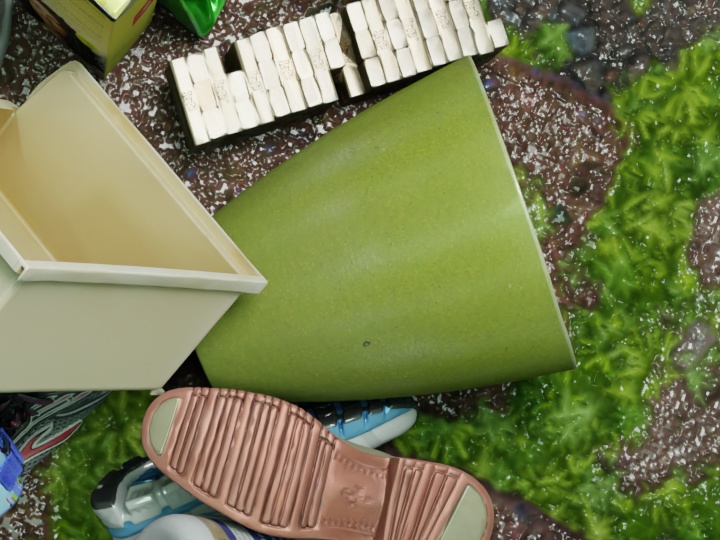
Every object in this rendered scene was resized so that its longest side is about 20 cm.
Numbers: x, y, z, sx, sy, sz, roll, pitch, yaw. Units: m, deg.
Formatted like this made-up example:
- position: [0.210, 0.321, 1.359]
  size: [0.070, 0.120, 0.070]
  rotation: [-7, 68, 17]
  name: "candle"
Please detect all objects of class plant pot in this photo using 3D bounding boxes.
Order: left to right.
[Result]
- position: [0.000, 0.000, 1.173]
  size: [0.199, 0.187, 0.188]
  rotation: [-20, 89, 3]
  name: "plant pot"

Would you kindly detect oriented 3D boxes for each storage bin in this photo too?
- position: [-0.186, -0.033, 1.057]
  size: [0.094, 0.200, 0.199]
  rotation: [-50, 66, 20]
  name: "storage bin"

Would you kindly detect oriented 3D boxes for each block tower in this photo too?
- position: [-0.016, -0.127, 1.230]
  size: [0.199, 0.054, 0.058]
  rotation: [-17, 89, -11]
  name: "block tower"

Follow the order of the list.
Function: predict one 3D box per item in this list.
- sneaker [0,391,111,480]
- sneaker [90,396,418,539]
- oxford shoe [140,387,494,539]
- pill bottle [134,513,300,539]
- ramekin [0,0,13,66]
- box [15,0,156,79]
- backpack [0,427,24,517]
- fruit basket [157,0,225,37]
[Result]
- position: [-0.200, 0.074, 1.170]
  size: [0.081, 0.075, 0.200]
  rotation: [46, 80, -3]
  name: "sneaker"
- position: [-0.054, 0.128, 1.202]
  size: [0.199, 0.075, 0.087]
  rotation: [-22, 109, -12]
  name: "sneaker"
- position: [-0.029, 0.119, 1.132]
  size: [0.199, 0.074, 0.071]
  rotation: [22, 78, -7]
  name: "oxford shoe"
- position: [-0.031, 0.205, 1.143]
  size: [0.199, 0.115, 0.117]
  rotation: [13, 82, -32]
  name: "pill bottle"
- position: [-0.297, -0.162, 1.161]
  size: [0.199, 0.098, 0.202]
  rotation: [1, 84, -10]
  name: "ramekin"
- position: [-0.151, -0.161, 1.134]
  size: [0.075, 0.200, 0.050]
  rotation: [40, 81, -3]
  name: "box"
- position: [-0.289, 0.070, 1.032]
  size: [0.182, 0.134, 0.201]
  rotation: [-40, 131, -21]
  name: "backpack"
- position: [-0.051, -0.235, 1.196]
  size: [0.214, 0.156, 0.217]
  rotation: [-1, 78, 6]
  name: "fruit basket"
